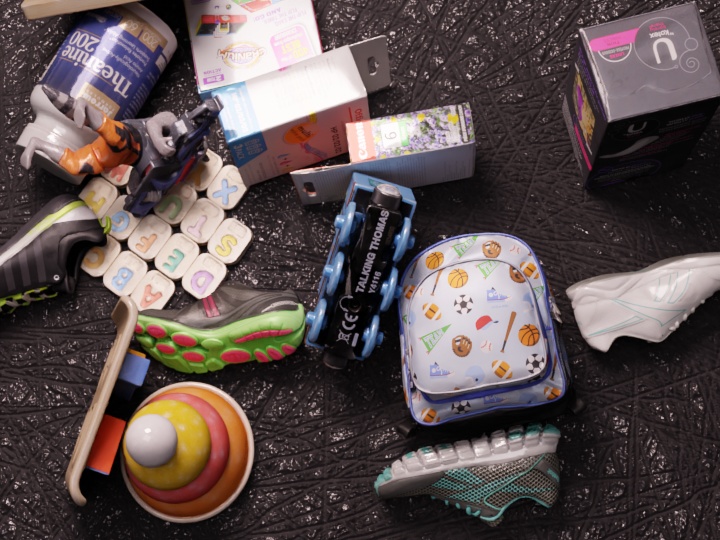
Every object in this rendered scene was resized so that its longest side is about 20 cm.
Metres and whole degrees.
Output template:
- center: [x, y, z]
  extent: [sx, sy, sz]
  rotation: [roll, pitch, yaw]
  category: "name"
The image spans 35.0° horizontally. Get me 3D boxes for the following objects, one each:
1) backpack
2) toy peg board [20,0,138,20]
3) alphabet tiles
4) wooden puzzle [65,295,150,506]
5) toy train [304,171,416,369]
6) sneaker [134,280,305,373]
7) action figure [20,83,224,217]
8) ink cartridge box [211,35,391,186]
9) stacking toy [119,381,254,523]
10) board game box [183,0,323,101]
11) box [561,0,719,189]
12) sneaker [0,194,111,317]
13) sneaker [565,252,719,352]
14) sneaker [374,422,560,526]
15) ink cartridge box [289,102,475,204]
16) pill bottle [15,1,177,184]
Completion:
- center: [0.119, 0.060, 1.170]
  extent: [0.197, 0.154, 0.193]
  rotation: [-10, 65, 4]
  category: "backpack"
- center: [-0.269, -0.380, 1.266]
  extent: [0.197, 0.099, 0.200]
  rotation: [-7, 37, 15]
  category: "toy peg board"
- center: [-0.223, -0.057, 1.289]
  extent: [0.199, 0.015, 0.197]
  rotation: [34, 81, 11]
  category: "alphabet tiles"
- center: [-0.254, 0.137, 1.162]
  extent: [0.046, 0.185, 0.203]
  rotation: [16, 78, -12]
  category: "wooden puzzle"
- center: [0.000, 0.000, 1.183]
  extent: [0.086, 0.114, 0.202]
  rotation: [16, 107, -6]
  category: "toy train"
- center: [-0.152, 0.058, 1.235]
  extent: [0.197, 0.077, 0.084]
  rotation: [-2, 40, 11]
  category: "sneaker"
- center: [-0.232, -0.150, 1.205]
  extent: [0.200, 0.192, 0.106]
  rotation: [-40, 61, 34]
  category: "action figure"
- center: [-0.052, -0.174, 1.251]
  extent: [0.198, 0.115, 0.069]
  rotation: [-20, 70, -2]
  category: "ink cartridge box"
- center: [-0.189, 0.170, 1.131]
  extent: [0.144, 0.200, 0.148]
  rotation: [-1, 75, 4]
  category: "stacking toy"
- center: [-0.130, -0.306, 1.333]
  extent: [0.151, 0.040, 0.203]
  rotation: [-12, 75, 1]
  category: "board game box"
- center: [0.286, -0.176, 1.185]
  extent: [0.121, 0.200, 0.107]
  rotation: [-13, 75, 0]
  category: "box"
- center: [-0.355, 0.005, 1.250]
  extent: [0.083, 0.072, 0.200]
  rotation: [42, 88, 10]
  category: "sneaker"
- center: [0.321, 0.030, 1.206]
  extent: [0.198, 0.070, 0.081]
  rotation: [-15, 90, 3]
  category: "sneaker"
- center: [0.114, 0.220, 1.164]
  extent: [0.197, 0.078, 0.093]
  rotation: [-13, 89, 9]
  category: "sneaker"
- center: [0.024, -0.125, 1.239]
  extent: [0.197, 0.109, 0.051]
  rotation: [-9, 75, 2]
  category: "ink cartridge box"
- center: [-0.300, -0.203, 1.283]
  extent: [0.110, 0.111, 0.202]
  rotation: [27, 79, 10]
  category: "pill bottle"
